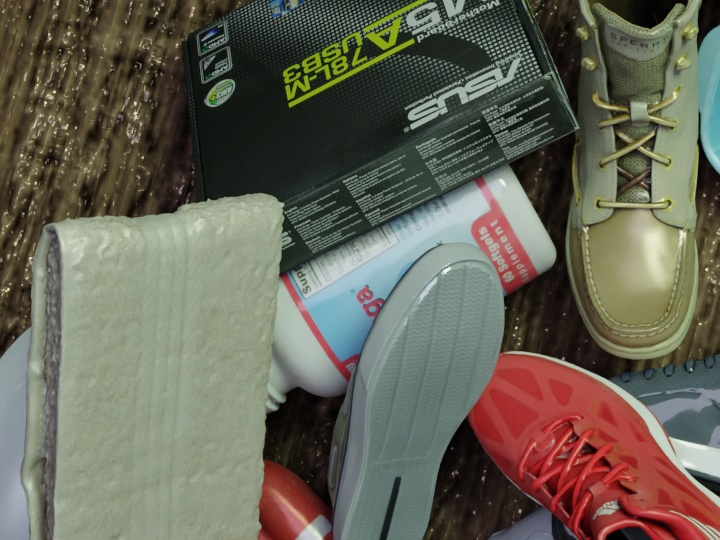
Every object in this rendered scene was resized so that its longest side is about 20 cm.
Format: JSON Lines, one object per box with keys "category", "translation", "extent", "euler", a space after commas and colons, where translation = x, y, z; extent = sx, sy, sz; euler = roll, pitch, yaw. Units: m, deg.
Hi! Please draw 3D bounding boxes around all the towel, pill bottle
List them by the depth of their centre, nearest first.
{"category": "towel", "translation": [-0.099, 0.063, 0.767], "extent": [0.034, 0.132, 0.202], "euler": [26, 117, 42]}
{"category": "pill bottle", "translation": [0.000, 0.000, 0.875], "extent": [0.199, 0.109, 0.109], "euler": [-32, 81, 5]}

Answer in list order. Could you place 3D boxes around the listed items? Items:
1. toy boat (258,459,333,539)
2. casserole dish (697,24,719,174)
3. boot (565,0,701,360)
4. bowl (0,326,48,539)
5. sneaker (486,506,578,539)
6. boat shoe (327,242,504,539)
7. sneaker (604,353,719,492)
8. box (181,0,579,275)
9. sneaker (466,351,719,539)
{"category": "toy boat", "translation": [-0.045, 0.200, 0.851], "extent": [0.200, 0.131, 0.131], "euler": [44, 93, 10]}
{"category": "casserole dish", "translation": [0.265, -0.075, 0.814], "extent": [0.199, 0.039, 0.122], "euler": [31, 129, 30]}
{"category": "boot", "translation": [0.141, -0.072, 0.809], "extent": [0.071, 0.155, 0.202], "euler": [1, 62, 8]}
{"category": "bowl", "translation": [-0.168, 0.134, 0.872], "extent": [0.090, 0.201, 0.203], "euler": [25, 89, -27]}
{"category": "sneaker", "translation": [0.104, 0.208, 0.825], "extent": [0.114, 0.075, 0.201], "euler": [-27, 40, 15]}
{"category": "boat shoe", "translation": [0.017, 0.066, 0.820], "extent": [0.071, 0.062, 0.202], "euler": [3, 122, -27]}
{"category": "sneaker", "translation": [0.193, 0.045, 0.858], "extent": [0.200, 0.077, 0.148], "euler": [14, 83, 14]}
{"category": "box", "translation": [0.001, -0.103, 0.854], "extent": [0.198, 0.048, 0.194], "euler": [-25, 39, 12]}
{"category": "sneaker", "translation": [0.117, 0.099, 0.762], "extent": [0.199, 0.115, 0.079], "euler": [35, 93, 26]}
